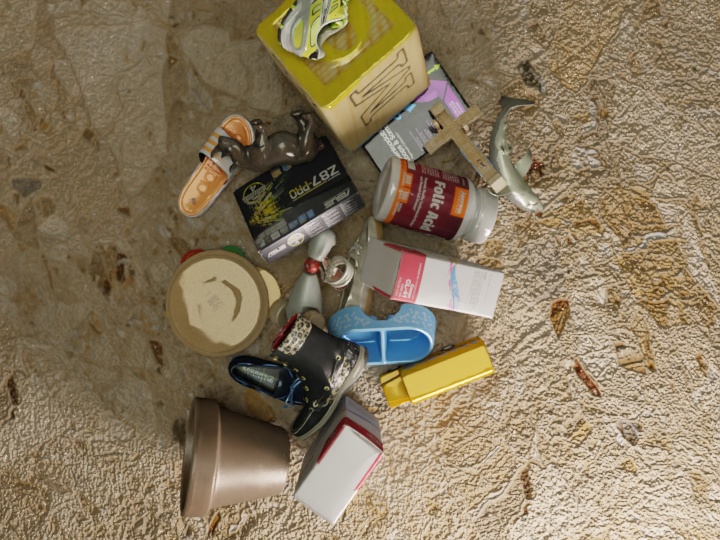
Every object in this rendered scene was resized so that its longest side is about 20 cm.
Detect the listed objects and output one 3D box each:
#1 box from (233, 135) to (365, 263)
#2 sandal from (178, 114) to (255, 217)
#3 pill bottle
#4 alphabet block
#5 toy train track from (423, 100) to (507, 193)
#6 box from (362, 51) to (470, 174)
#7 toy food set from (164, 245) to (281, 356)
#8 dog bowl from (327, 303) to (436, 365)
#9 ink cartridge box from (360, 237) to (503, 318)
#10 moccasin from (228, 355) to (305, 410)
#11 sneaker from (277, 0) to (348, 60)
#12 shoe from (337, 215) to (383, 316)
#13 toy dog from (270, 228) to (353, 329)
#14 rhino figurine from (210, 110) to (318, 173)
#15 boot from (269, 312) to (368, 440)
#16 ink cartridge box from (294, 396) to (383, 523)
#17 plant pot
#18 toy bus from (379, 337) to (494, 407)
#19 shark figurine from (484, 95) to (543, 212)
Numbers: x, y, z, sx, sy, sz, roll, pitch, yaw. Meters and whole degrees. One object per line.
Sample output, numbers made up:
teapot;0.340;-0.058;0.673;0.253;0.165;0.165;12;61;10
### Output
box;-0.110;-0.126;1.241;0.199;0.049;0.162;-30;56;3
sandal;-0.261;-0.185;1.276;0.079;0.059;0.208;33;93;0
pill bottle;0.130;-0.117;1.232;0.198;0.114;0.116;14;93;-11
alphabet block;-0.022;-0.351;1.174;0.196;0.200;0.196;-42;76;2
toy train track;0.179;-0.215;1.204;0.114;0.033;0.201;-37;68;8
box;0.087;-0.275;1.277;0.199;0.036;0.144;-36;91;5
toy food set;-0.260;0.055;1.292;0.197;0.049;0.201;35;93;0
dog bowl;0.039;0.118;1.257;0.197;0.050;0.112;-3;131;1
ink cartridge box;0.118;0.012;1.200;0.198;0.147;0.087;13;95;-22
moccasin;-0.147;0.210;1.284;0.197;0.068;0.082;11;92;-2
sneaker;-0.041;-0.404;1.054;0.076;0.075;0.201;35;99;8
shoe;0.000;0.000;1.269;0.053;0.070;0.203;8;95;-18
toy dog;-0.075;0.030;1.263;0.132;0.096;0.201;47;110;28
rhino figurine;-0.165;-0.215;1.226;0.197;0.060;0.088;-11;116;4
boot;-0.099;0.180;1.213;0.153;0.074;0.204;32;103;-20
ink cartridge box;-0.035;0.316;1.214;0.085;0.200;0.148;34;93;-1
plant pot;-0.220;0.331;1.249;0.172;0.200;0.203;8;93;-18
toy bus;0.134;0.186;1.272;0.198;0.078;0.066;-21;92;2
shark figurine;0.243;-0.202;1.249;0.127;0.089;0.217;-12;93;-27
